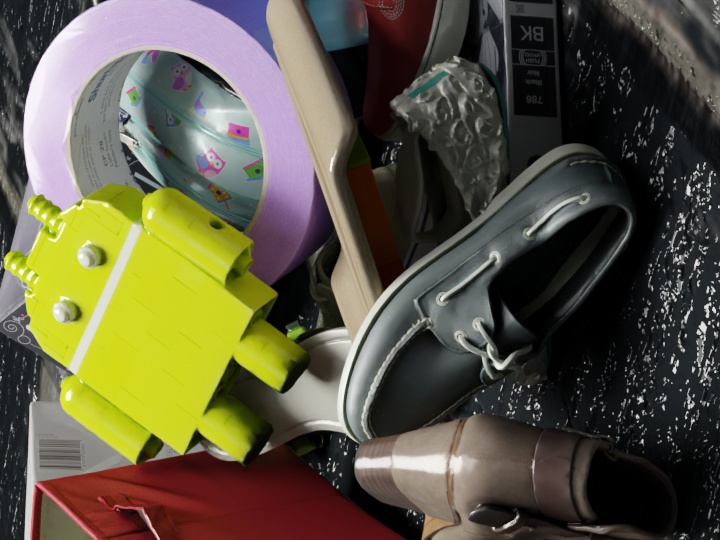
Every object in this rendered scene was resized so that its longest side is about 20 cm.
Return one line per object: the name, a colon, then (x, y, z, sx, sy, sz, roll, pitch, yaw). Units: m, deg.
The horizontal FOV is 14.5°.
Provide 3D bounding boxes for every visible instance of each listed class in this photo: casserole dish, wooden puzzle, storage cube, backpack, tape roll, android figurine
casserole dish: (-0.001, -0.190, 1.696, 0.200, 0.039, 0.122, -35, -51, -79)
wooden puzzle: (-0.003, -0.034, 1.565, 0.185, 0.037, 0.201, -112, 8, -56)
storage cube: (-0.088, 0.224, 1.744, 0.171, 0.179, 0.201, 33, 124, 49)
backpack: (-0.081, -0.111, 1.851, 0.200, 0.166, 0.127, 44, 130, 41)
tape roll: (-0.105, -0.077, 1.738, 0.199, 0.066, 0.201, 8, 109, 23)
android figurine: (-0.129, 0.029, 1.722, 0.200, 0.041, 0.182, 36, 124, 10)

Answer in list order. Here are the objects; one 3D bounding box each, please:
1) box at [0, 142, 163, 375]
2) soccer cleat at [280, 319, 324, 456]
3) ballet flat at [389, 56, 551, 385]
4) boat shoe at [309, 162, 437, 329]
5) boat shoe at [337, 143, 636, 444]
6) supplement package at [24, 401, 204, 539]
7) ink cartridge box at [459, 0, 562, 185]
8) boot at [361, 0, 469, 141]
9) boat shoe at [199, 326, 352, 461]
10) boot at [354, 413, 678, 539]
box: (-0.158, -0.038, 1.954, 0.132, 0.115, 0.201, -35, 34, 39)
soccer cleat: (-0.064, 0.091, 1.903, 0.081, 0.067, 0.200, 65, 160, 3)
ballet flat: (0.052, -0.019, 1.528, 0.072, 0.071, 0.201, -133, 26, -60)
boat shoe: (0.000, 0.000, 1.747, 0.200, 0.062, 0.072, 113, 149, -43)
boat shoe: (0.066, 0.021, 1.477, 0.200, 0.073, 0.062, -47, 32, 4)
supplement package: (-0.167, 0.203, 1.908, 0.121, 0.119, 0.201, -103, 16, -58)
ink cartridge box: (0.077, -0.081, 1.595, 0.099, 0.039, 0.201, 157, 112, -65)
boot: (-0.010, -0.178, 1.578, 0.072, 0.144, 0.201, -153, 72, -66)
boat shoe: (-0.015, 0.069, 1.733, 0.199, 0.060, 0.074, -21, 98, 37)
boot: (0.096, 0.118, 1.464, 0.146, 0.200, 0.071, 1, 79, 33)
